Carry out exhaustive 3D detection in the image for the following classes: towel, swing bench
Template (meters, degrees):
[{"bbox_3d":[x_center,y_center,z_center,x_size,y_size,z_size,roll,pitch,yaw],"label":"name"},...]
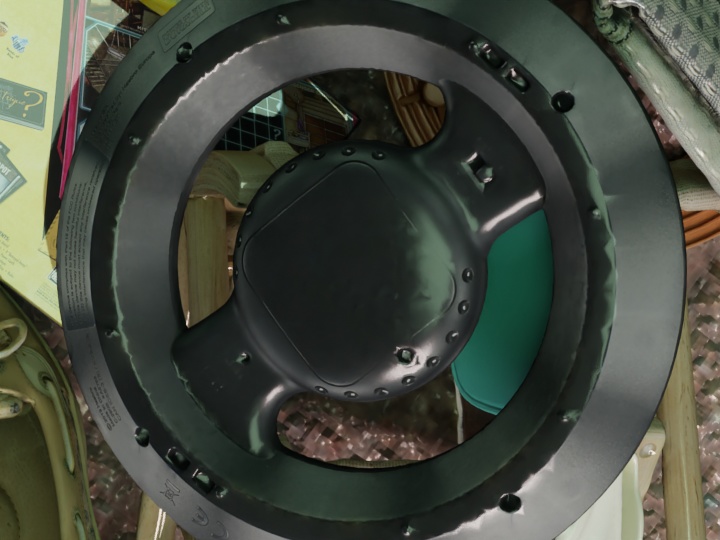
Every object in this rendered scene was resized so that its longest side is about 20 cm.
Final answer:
[{"bbox_3d":[0.137,-0.100,0.733,0.034,0.194,0.200,-20,135,32],"label":"towel"},{"bbox_3d":[0.026,0.054,0.762,0.198,0.130,0.202,2,95,-21],"label":"swing bench"}]

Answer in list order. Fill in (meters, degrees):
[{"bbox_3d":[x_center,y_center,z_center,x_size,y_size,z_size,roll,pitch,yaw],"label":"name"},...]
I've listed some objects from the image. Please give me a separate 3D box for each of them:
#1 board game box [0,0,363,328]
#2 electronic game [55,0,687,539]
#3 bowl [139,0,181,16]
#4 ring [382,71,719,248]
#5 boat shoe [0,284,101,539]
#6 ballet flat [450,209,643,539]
[{"bbox_3d":[-0.118,-0.067,0.786,0.200,0.035,0.136,39,89,-11],"label":"board game box"},{"bbox_3d":[0.000,0.000,0.635,0.199,0.042,0.202,1,95,15],"label":"electronic game"},{"bbox_3d":[0.004,-0.149,0.750,0.200,0.200,0.108,-45,143,-3],"label":"bowl"},{"bbox_3d":[0.104,-0.103,0.829,0.199,0.019,0.202,-1,97,-10],"label":"ring"},{"bbox_3d":[-0.132,0.074,0.751,0.073,0.063,0.201,-26,71,-5],"label":"boat shoe"},{"bbox_3d":[0.065,0.049,0.680,0.069,0.069,0.202,0,100,-10],"label":"ballet flat"}]
